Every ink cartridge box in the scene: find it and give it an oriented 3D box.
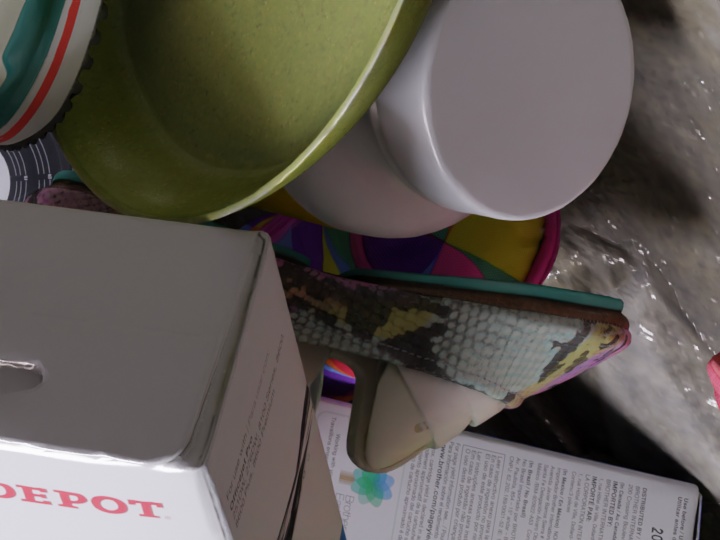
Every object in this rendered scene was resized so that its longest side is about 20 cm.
[{"bbox_3d":[-0.087,0.070,0.885,0.144,0.085,0.201,7,145,13],"label":"ink cartridge box"},{"bbox_3d":[0.046,0.137,1.102,0.199,0.137,0.076,13,163,-10],"label":"ink cartridge box"}]

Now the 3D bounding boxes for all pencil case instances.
[{"bbox_3d":[0.000,0.000,1.074,0.088,0.088,0.200,47,156,-5],"label":"pencil case"}]

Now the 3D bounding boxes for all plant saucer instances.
[{"bbox_3d":[-0.030,-0.110,0.850,0.031,0.201,0.199,11,-177,-39],"label":"plant saucer"}]

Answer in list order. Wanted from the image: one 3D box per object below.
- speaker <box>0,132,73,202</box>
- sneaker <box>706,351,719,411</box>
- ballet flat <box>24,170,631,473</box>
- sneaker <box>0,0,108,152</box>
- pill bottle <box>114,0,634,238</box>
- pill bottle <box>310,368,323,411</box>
[{"bbox_3d":[-0.154,-0.024,1.102,0.081,0.081,0.200,47,170,-5],"label":"speaker"},{"bbox_3d":[0.166,0.050,0.879,0.087,0.074,0.200,52,158,-14],"label":"sneaker"},{"bbox_3d":[-0.015,0.023,0.932,0.199,0.072,0.069,13,171,-11],"label":"ballet flat"},{"bbox_3d":[-0.113,-0.139,0.861,0.093,0.201,0.070,10,-175,-39],"label":"sneaker"},{"bbox_3d":[-0.009,-0.071,0.929,0.199,0.111,0.112,14,143,51],"label":"pill bottle"},{"bbox_3d":[-0.082,0.046,1.048,0.112,0.112,0.200,47,157,-6],"label":"pill bottle"}]
